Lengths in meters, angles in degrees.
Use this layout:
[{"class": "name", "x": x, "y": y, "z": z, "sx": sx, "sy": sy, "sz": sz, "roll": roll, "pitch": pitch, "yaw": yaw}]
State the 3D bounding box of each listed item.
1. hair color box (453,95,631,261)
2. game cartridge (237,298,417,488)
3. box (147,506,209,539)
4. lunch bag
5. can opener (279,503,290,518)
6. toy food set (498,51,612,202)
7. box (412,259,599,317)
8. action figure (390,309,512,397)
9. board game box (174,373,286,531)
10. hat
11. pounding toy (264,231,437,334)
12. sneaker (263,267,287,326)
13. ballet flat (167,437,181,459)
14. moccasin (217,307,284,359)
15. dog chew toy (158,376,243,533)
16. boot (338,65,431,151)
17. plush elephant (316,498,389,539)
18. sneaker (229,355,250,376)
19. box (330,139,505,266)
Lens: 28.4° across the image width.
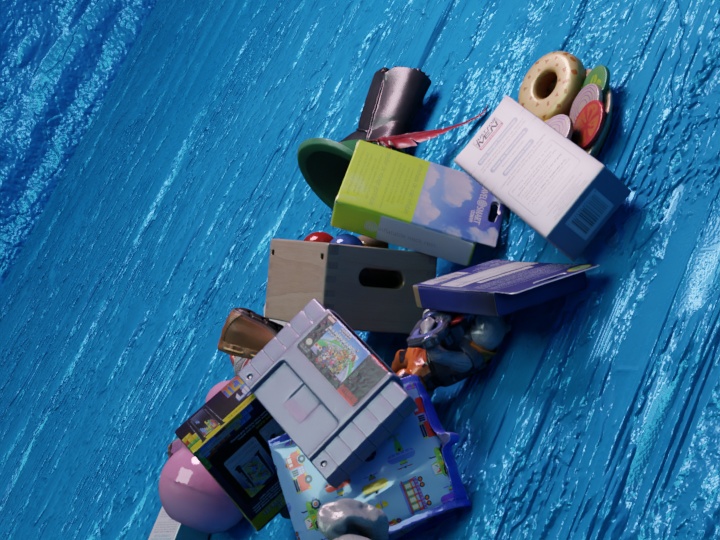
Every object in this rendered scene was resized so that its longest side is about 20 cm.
[{"class": "hair color box", "x": 0.198, "y": -0.105, "z": 1.577, "sx": 0.099, "sy": 0.061, "sz": 0.200, "roll": -51, "pitch": 40, "yaw": 6}, {"class": "game cartridge", "x": -0.038, "y": 0.126, "z": 1.537, "sx": 0.130, "sy": 0.038, "sz": 0.200, "roll": -48, "pitch": 47, "yaw": 1}, {"class": "box", "x": -0.260, "y": 0.396, "z": 1.916, "sx": 0.082, "sy": 0.049, "sz": 0.201, "roll": -16, "pitch": 47, "yaw": 54}, {"class": "lunch bag", "x": 0.018, "y": 0.215, "z": 1.529, "sx": 0.199, "sy": 0.094, "sz": 0.151, "roll": -30, "pitch": 66, "yaw": 25}, {"class": "can opener", "x": -0.087, "y": 0.248, "z": 1.797, "sx": 0.200, "sy": 0.052, "sz": 0.067, "roll": -110, "pitch": 23, "yaw": -61}, {"class": "toy food set", "x": 0.224, "y": -0.164, "z": 1.696, "sx": 0.200, "sy": 0.049, "sz": 0.198, "roll": -54, "pitch": 28, "yaw": 4}, {"class": "box", "x": 0.158, "y": 0.018, "z": 1.546, "sx": 0.200, "sy": 0.120, "sz": 0.033, "roll": 2, "pitch": 106, "yaw": 62}, {"class": "action figure", "x": 0.092, "y": 0.096, "z": 1.630, "sx": 0.193, "sy": 0.105, "sz": 0.200, "roll": -34, "pitch": 5, "yaw": 28}, {"class": "board game box", "x": -0.095, "y": 0.182, "z": 1.669, "sx": 0.200, "sy": 0.166, "sz": 0.057, "roll": -41, "pitch": 42, "yaw": -11}, {"class": "hat", "x": 0.040, "y": -0.167, "z": 1.965, "sx": 0.176, "sy": 0.199, "sz": 0.166, "roll": -52, "pitch": -17, "yaw": -25}, {"class": "pounding toy", "x": 0.000, "y": 0.000, "z": 1.778, "sx": 0.184, "sy": 0.199, "sz": 0.143, "roll": 6, "pitch": 91, "yaw": 60}, {"class": "sneaker", "x": -0.089, "y": 0.087, "z": 1.870, "sx": 0.080, "sy": 0.076, "sz": 0.202, "roll": 3, "pitch": 87, "yaw": 33}, {"class": "ballet flat", "x": -0.210, "y": 0.244, "z": 1.999, "sx": 0.200, "sy": 0.069, "sz": 0.072, "roll": -38, "pitch": 49, "yaw": 43}, {"class": "moccasin", "x": -0.085, "y": 0.117, "z": 1.783, "sx": 0.074, "sy": 0.200, "sz": 0.078, "roll": -32, "pitch": -35, "yaw": -84}, {"class": "dog chew toy", "x": -0.185, "y": 0.237, "z": 1.860, "sx": 0.124, "sy": 0.124, "sz": 0.201, "roll": 8, "pitch": 77, "yaw": 62}, {"class": "boot", "x": 0.013, "y": -0.208, "z": 2.092, "sx": 0.199, "sy": 0.076, "sz": 0.169, "roll": -11, "pitch": 54, "yaw": 48}, {"class": "plush elephant", "x": 0.003, "y": 0.325, "z": 1.409, "sx": 0.200, "sy": 0.154, "sz": 0.165, "roll": -47, "pitch": 27, "yaw": 21}, {"class": "sneaker", "x": -0.099, "y": 0.110, "z": 1.952, "sx": 0.200, "sy": 0.078, "sz": 0.083, "roll": -40, "pitch": 48, "yaw": 35}, {"class": "box", "x": 0.074, "y": -0.080, "z": 1.735, "sx": 0.048, "sy": 0.199, "sz": 0.122, "roll": 105, "pitch": -177, "yaw": -46}]
